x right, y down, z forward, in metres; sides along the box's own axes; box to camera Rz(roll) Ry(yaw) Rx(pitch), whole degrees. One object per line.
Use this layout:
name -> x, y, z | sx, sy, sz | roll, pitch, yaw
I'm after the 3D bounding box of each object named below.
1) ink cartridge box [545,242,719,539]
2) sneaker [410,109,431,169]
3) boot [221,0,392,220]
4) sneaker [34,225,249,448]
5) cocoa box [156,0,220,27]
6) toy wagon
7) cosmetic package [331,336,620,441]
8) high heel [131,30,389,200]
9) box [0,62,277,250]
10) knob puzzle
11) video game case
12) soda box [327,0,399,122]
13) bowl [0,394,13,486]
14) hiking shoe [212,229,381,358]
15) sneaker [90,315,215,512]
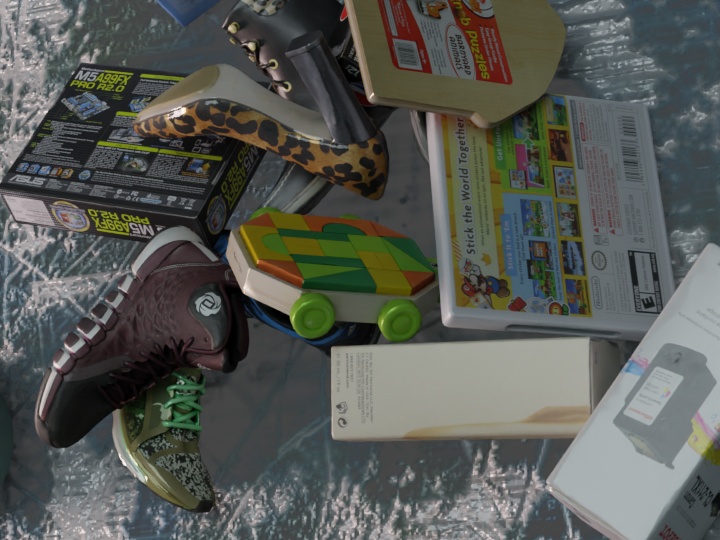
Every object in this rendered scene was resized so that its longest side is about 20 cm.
ink cartridge box -> 0.229, 0.102, 1.171 | 0.083, 0.146, 0.201 | 33, 86, 26
sneaker -> 0.090, -0.073, 1.322 | 0.074, 0.087, 0.200 | -38, 63, 3
boot -> -0.061, -0.142, 1.382 | 0.153, 0.073, 0.204 | 39, 81, -1
sneaker -> -0.157, 0.069, 1.298 | 0.115, 0.076, 0.201 | 30, 81, 25
cocoa box -> -0.131, -0.340, 1.480 | 0.199, 0.133, 0.132 | -35, 63, 7
toy wagon -> 0.000, 0.000, 1.289 | 0.155, 0.198, 0.040 | -121, 39, -57
cosmetic package -> 0.086, 0.090, 1.252 | 0.198, 0.105, 0.072 | -3, 83, 22
high heel -> -0.078, -0.095, 1.325 | 0.199, 0.143, 0.072 | -15, 28, 31
box -> -0.185, -0.100, 1.435 | 0.198, 0.044, 0.161 | 8, 51, 23
knob puzzle -> 0.071, -0.189, 1.293 | 0.030, 0.218, 0.221 | -45, 52, 48
video game case -> 0.141, -0.045, 1.261 | 0.180, 0.023, 0.202 | 5, 62, -15
soda box -> 0.033, -0.224, 1.345 | 0.063, 0.070, 0.201 | -26, 39, 61
bowl -> -0.371, 0.144, 1.420 | 0.199, 0.105, 0.203 | -8, 69, 20
hiking shoe -> -0.075, 0.006, 1.360 | 0.199, 0.087, 0.075 | 21, 80, 27
sneaker -> -0.153, 0.098, 1.353 | 0.088, 0.077, 0.201 | -40, 61, 27
